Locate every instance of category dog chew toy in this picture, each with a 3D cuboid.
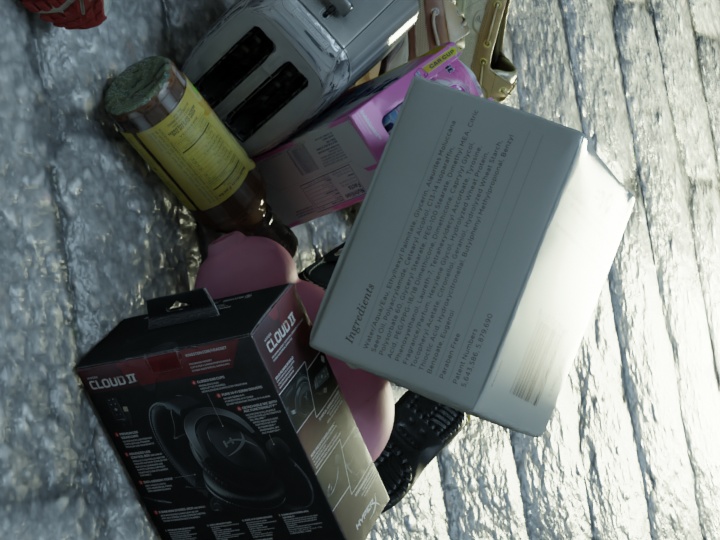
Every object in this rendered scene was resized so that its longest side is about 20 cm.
[{"bbox_3d":[-0.057,0.064,1.319,0.200,0.124,0.125,64,32,-10],"label":"dog chew toy"}]

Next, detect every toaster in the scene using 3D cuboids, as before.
[{"bbox_3d":[-0.056,-0.173,1.360,0.114,0.200,0.129,49,45,-7],"label":"toaster"}]

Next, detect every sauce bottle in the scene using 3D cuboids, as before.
[{"bbox_3d":[-0.114,-0.074,1.322,0.200,0.065,0.065,53,38,-40],"label":"sauce bottle"}]

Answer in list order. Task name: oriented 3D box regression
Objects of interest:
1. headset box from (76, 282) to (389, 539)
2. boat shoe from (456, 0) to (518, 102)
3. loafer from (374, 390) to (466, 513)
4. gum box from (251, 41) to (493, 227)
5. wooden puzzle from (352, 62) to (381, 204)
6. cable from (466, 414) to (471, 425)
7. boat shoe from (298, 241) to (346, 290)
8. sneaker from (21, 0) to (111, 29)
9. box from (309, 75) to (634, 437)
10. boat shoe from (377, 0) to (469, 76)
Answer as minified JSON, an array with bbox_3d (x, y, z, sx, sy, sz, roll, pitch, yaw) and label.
[{"bbox_3d":[-0.090,0.105,1.210,0.200,0.148,0.077,67,30,-18],"label":"headset box"},{"bbox_3d":[0.121,-0.194,1.723,0.074,0.066,0.201,-60,151,-58],"label":"boat shoe"},{"bbox_3d":[0.012,0.164,1.446,0.073,0.071,0.200,49,45,11],"label":"loafer"},{"bbox_3d":[0.005,-0.104,1.365,0.113,0.200,0.066,-39,101,-28],"label":"gum box"},{"bbox_3d":[0.021,-0.117,1.595,0.200,0.046,0.186,50,40,-45],"label":"wooden puzzle"},{"bbox_3d":[0.094,0.088,1.673,0.097,0.050,0.200,59,18,1],"label":"cable"},{"bbox_3d":[0.000,0.000,1.470,0.060,0.075,0.200,-65,165,15],"label":"boat shoe"},{"bbox_3d":[-0.215,-0.262,1.199,0.082,0.078,0.201,-43,117,-58],"label":"sneaker"},{"bbox_3d":[0.084,-0.003,1.230,0.201,0.130,0.199,-68,159,-3],"label":"box"},{"bbox_3d":[0.056,-0.207,1.520,0.076,0.072,0.201,156,-59,-83],"label":"boat shoe"}]
